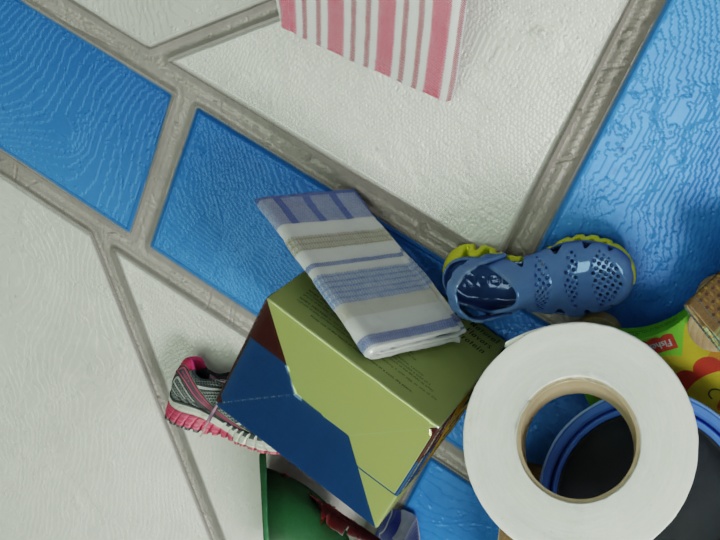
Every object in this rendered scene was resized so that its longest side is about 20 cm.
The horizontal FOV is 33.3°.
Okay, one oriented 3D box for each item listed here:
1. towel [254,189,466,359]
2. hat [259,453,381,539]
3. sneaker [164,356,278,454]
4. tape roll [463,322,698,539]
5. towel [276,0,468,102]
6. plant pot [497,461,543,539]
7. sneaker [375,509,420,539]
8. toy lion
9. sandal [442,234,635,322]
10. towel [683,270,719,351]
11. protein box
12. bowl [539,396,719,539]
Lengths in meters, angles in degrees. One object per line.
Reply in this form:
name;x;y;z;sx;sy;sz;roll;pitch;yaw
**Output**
towel;0.000;0.000;1.146;0.201;0.146;0.024;52;125;24
hat;-0.020;0.286;1.320;0.173;0.201;0.168;-4;129;-4
sneaker;-0.125;0.154;1.335;0.197;0.081;0.076;14;94;15
tape roll;0.188;0.149;1.043;0.199;0.071;0.206;-3;75;11
towel;0.008;-0.244;1.109;0.198;0.030;0.147;27;155;12
plant pot;0.230;0.287;1.165;0.197;0.187;0.189;5;111;11
sneaker;-0.004;0.358;1.347;0.114;0.081;0.202;16;116;18
toy lion;0.313;0.114;1.121;0.198;0.069;0.194;-18;107;30
sandal;0.161;0.015;1.140;0.197;0.087;0.081;-7;104;26
towel;0.390;0.061;1.036;0.146;0.022;0.201;-40;87;-11
protein box;0.005;0.100;1.178;0.197;0.200;0.136;35;120;10
bowl;0.257;0.209;1.072;0.197;0.039;0.204;-3;75;10
